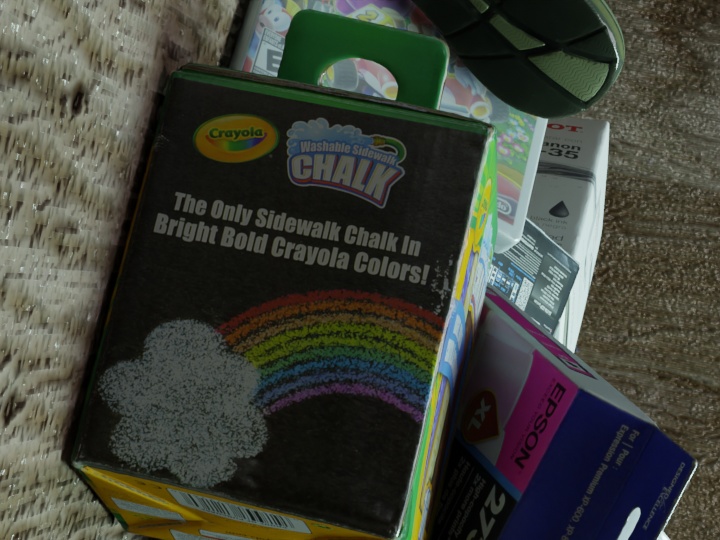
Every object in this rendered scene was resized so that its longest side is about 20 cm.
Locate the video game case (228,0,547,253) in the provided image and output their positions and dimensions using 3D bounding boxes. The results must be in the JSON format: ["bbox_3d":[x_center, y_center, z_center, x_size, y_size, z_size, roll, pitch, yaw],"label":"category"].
[{"bbox_3d":[0.027,-0.123,1.068,0.018,0.143,0.200,-34,-145,53],"label":"video game case"}]

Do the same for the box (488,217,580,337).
[{"bbox_3d":[0.032,0.041,1.173,0.200,0.046,0.159,32,77,-65],"label":"box"}]

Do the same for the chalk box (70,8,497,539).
[{"bbox_3d":[-0.017,0.004,0.930,0.124,0.125,0.200,79,24,-73],"label":"chalk box"}]

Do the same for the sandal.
[{"bbox_3d":[0.039,-0.152,1.038,0.201,0.080,0.057,54,28,-17],"label":"sandal"}]

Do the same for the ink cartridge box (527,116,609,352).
[{"bbox_3d":[0.060,-0.020,1.425,0.200,0.146,0.083,-68,163,-60],"label":"ink cartridge box"}]

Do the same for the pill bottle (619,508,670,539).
[{"bbox_3d":[0.038,0.163,1.046,0.200,0.112,0.112,-43,169,-4],"label":"pill bottle"}]

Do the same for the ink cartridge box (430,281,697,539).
[{"bbox_3d":[0.055,0.072,0.970,0.095,0.037,0.200,-63,-151,8],"label":"ink cartridge box"}]
